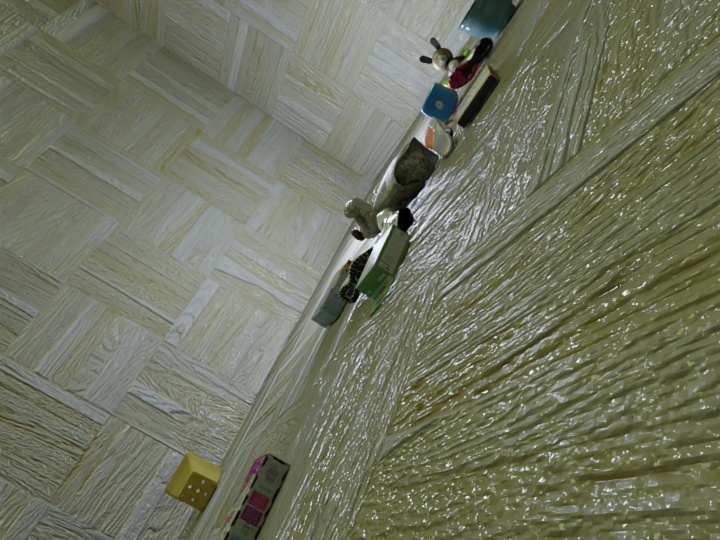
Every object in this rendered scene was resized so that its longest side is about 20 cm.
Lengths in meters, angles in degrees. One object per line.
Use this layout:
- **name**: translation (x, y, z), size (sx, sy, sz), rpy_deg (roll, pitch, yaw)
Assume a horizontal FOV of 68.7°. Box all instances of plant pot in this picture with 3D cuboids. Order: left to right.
- **plant pot**: translation (-0.770, 1.003, 2.460), size (0.202, 0.199, 0.176), rpy_deg (-60, 18, -15)
- **plant pot**: translation (0.453, -0.899, 1.834), size (0.202, 0.133, 0.200), rpy_deg (-58, 7, 11)

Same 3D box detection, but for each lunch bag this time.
- **lunch bag**: translation (0.124, -0.262, 1.554), size (0.201, 0.117, 0.164), rpy_deg (-58, 6, -33)

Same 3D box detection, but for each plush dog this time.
- **plush dog**: translation (0.051, -0.175, 1.797), size (0.199, 0.161, 0.172), rpy_deg (-32, -18, -18)

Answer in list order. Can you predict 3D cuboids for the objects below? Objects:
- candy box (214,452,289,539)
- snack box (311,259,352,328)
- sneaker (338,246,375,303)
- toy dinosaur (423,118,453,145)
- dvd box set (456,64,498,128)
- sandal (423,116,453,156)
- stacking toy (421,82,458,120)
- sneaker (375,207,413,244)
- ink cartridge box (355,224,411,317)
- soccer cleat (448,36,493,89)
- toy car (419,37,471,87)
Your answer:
- **candy box**: translation (-0.233, 0.498, 1.108), size (0.201, 0.061, 0.136), rpy_deg (-64, 9, -33)
- **snack box**: translation (-0.081, 0.082, 1.795), size (0.201, 0.067, 0.169), rpy_deg (-61, 7, -23)
- **sneaker**: translation (0.000, 0.000, 1.498), size (0.201, 0.078, 0.090), rpy_deg (-55, 10, 38)
- **toy dinosaur**: translation (0.234, -0.436, 1.762), size (0.201, 0.058, 0.101), rpy_deg (-56, 8, 25)
- **dvd box set**: translation (0.314, -0.474, 1.426), size (0.147, 0.029, 0.201), rpy_deg (-56, 7, 28)
- **sandal**: translation (0.234, -0.367, 1.487), size (0.208, 0.058, 0.080), rpy_deg (-109, 35, -54)
- **stacking toy**: translation (0.307, -0.608, 1.874), size (0.200, 0.109, 0.117), rpy_deg (-48, -13, -54)
- **sneaker**: translation (0.102, -0.132, 1.415), size (0.115, 0.075, 0.202), rpy_deg (-45, 20, 29)
- **ink cartridge box**: translation (0.046, -0.002, 1.221), size (0.104, 0.059, 0.201), rpy_deg (-52, 10, 49)
- **soccer cleat**: translation (0.385, -0.709, 1.816), size (0.200, 0.070, 0.086), rpy_deg (-47, -2, 25)
- **toy car**: translation (0.358, -0.892, 2.238), size (0.165, 0.199, 0.158), rpy_deg (-57, 6, 18)
